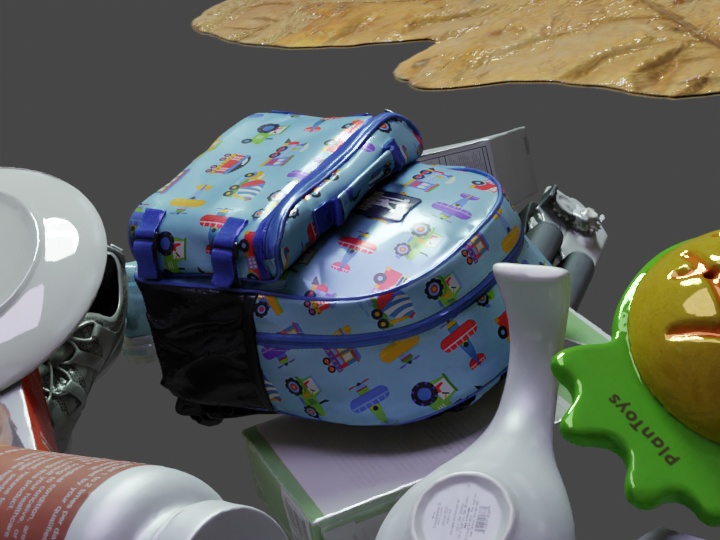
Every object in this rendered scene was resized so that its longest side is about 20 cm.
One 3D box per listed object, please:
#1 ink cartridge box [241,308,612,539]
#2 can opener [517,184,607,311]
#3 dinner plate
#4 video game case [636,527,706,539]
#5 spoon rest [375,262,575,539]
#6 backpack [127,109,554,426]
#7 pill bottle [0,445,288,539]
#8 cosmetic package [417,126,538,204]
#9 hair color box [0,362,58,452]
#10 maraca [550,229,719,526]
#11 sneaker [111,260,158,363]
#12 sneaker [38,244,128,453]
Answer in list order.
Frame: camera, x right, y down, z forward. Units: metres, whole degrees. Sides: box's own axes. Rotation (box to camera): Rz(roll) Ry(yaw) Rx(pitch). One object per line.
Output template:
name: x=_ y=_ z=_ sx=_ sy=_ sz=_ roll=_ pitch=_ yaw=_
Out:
ink cartridge box: x=0.049 y=0.090 z=1.324 sx=0.199 sy=0.048 sz=0.146 roll=-19 pitch=20 yaw=-12
can opener: x=0.111 y=0.005 z=1.518 sx=0.066 sy=0.053 sz=0.200 roll=-47 pitch=6 yaw=24
dinner plate: x=-0.244 y=0.005 z=1.445 sx=0.199 sy=0.024 sz=0.201 roll=-11 pitch=42 yaw=10
video game case: x=0.148 y=0.169 z=1.072 sx=0.143 sy=0.018 sz=0.200 roll=-28 pitch=22 yaw=-30
spoon rest: x=0.067 y=0.095 z=1.214 sx=0.099 sy=0.061 sz=0.201 roll=6 pitch=58 yaw=20
backpack: x=0.000 y=0.000 z=1.339 sx=0.199 sy=0.135 sz=0.182 roll=7 pitch=34 yaw=39
pill bottle: x=-0.129 y=0.147 z=1.218 sx=0.199 sy=0.113 sz=0.112 roll=2 pitch=27 yaw=44
cosmetic package: x=0.063 y=-0.058 z=1.630 sx=0.082 sy=0.051 sz=0.200 roll=-11 pitch=3 yaw=12
hair color box: x=-0.228 y=0.091 z=1.412 sx=0.101 sy=0.061 sz=0.200 roll=-21 pitch=44 yaw=-1
maraca: x=0.180 y=0.049 z=1.222 sx=0.200 sy=0.107 sz=0.137 roll=-32 pitch=64 yaw=-35
sneaker: x=-0.088 y=-0.016 z=1.668 sx=0.074 sy=0.082 sz=0.200 roll=2 pitch=27 yaw=41
sneaker: x=-0.195 y=0.053 z=1.522 sx=0.074 sy=0.082 sz=0.200 roll=19 pitch=35 yaw=2
